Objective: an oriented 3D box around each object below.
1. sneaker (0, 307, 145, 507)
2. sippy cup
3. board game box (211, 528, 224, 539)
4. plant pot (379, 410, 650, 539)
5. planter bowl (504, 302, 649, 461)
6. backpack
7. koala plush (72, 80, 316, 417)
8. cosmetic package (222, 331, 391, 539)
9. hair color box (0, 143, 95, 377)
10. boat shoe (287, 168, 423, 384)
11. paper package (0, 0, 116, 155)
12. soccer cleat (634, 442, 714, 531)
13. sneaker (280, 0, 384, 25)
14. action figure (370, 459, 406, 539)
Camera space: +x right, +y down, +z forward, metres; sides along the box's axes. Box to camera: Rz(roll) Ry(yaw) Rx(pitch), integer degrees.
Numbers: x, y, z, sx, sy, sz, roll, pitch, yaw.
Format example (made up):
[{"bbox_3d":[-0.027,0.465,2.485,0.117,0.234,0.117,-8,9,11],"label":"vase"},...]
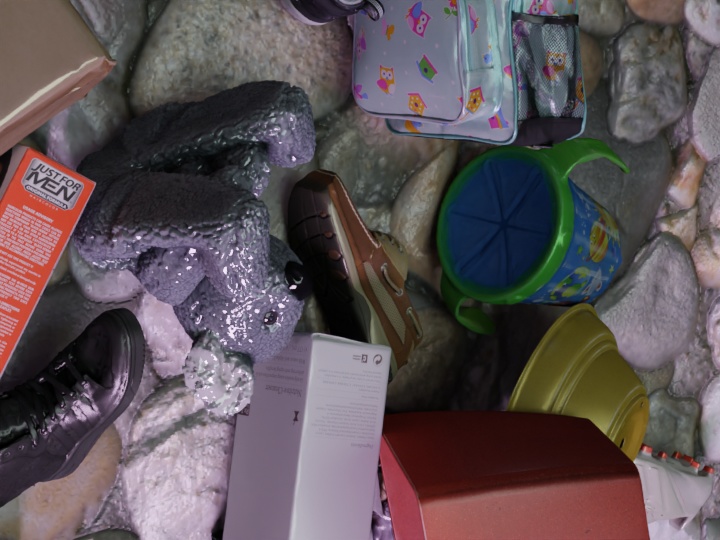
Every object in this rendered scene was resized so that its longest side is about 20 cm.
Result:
[{"bbox_3d":[-0.237,0.109,1.092,0.104,0.060,0.200,-4,138,-47],"label":"sneaker"},{"bbox_3d":[0.157,-0.027,1.320,0.130,0.177,0.141,17,64,-46],"label":"sippy cup"},{"bbox_3d":[-0.045,0.291,1.320,0.134,0.028,0.202,-23,114,-26],"label":"board game box"},{"bbox_3d":[0.125,0.215,1.185,0.174,0.200,0.202,-12,103,-7],"label":"plant pot"},{"bbox_3d":[0.197,0.137,1.324,0.200,0.083,0.202,-42,144,-40],"label":"planter bowl"},{"bbox_3d":[0.084,-0.203,1.194,0.152,0.175,0.203,0,98,-37],"label":"backpack"},{"bbox_3d":[-0.107,-0.009,1.131,0.178,0.182,0.201,-73,149,-42],"label":"koala plush"},{"bbox_3d":[-0.045,0.153,1.214,0.080,0.112,0.202,11,83,-32],"label":"cosmetic package"},{"bbox_3d":[-0.269,0.009,1.056,0.061,0.101,0.202,29,84,-34],"label":"hair color box"},{"bbox_3d":[0.000,0.000,1.256,0.074,0.075,0.201,-37,128,-26],"label":"boat shoe"},{"bbox_3d":[-0.293,-0.150,0.958,0.190,0.103,0.201,-39,97,-19],"label":"paper package"},{"bbox_3d":[0.276,0.208,1.491,0.199,0.069,0.078,22,93,-38],"label":"soccer cleat"},{"bbox_3d":[-0.042,-0.272,1.128,0.075,0.113,0.201,-40,120,-19],"label":"sneaker"},{"bbox_3d":[0.052,0.208,1.327,0.199,0.069,0.132,-15,112,-36],"label":"action figure"}]
